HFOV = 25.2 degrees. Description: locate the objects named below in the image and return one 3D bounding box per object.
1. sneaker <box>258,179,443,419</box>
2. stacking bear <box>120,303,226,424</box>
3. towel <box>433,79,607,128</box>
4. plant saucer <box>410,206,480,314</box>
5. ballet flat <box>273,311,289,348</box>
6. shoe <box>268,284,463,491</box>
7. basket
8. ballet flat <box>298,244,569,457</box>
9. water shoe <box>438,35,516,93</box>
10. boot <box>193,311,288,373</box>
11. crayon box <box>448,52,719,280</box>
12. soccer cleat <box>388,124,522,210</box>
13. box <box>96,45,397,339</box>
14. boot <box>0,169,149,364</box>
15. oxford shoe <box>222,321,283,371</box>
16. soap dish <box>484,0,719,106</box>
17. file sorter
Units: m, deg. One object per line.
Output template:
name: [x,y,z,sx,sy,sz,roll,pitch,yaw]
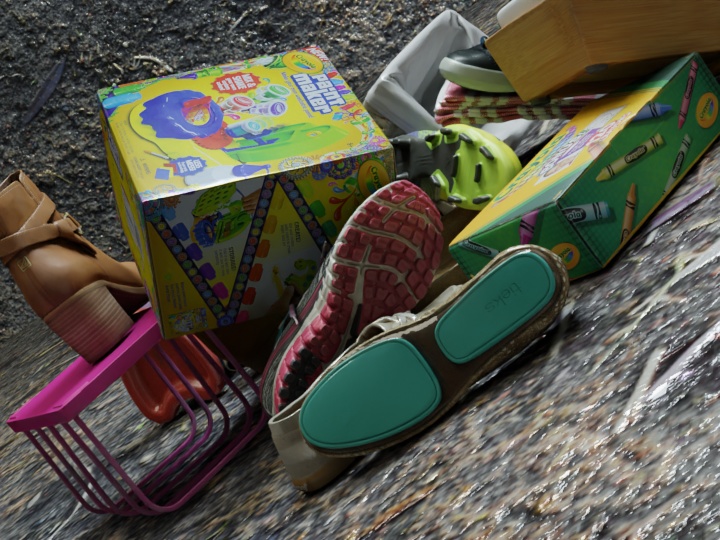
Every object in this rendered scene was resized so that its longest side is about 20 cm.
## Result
sneaker: [-0.014,0.022,1.164,0.201,0.080,0.075,-58,24,-7]
stacking bear: [-0.149,0.046,1.625,0.121,0.114,0.200,-29,8,39]
towel: [0.169,-0.151,1.360,0.198,0.030,0.146,2,21,11]
plant saucer: [0.066,-0.001,1.267,0.200,0.036,0.200,-36,10,7]
ballet flat: [0.000,0.000,1.380,0.201,0.072,0.072,-61,16,-13]
shoe: [0.014,0.066,1.090,0.200,0.054,0.070,-44,12,-32]
basket: [0.071,-0.130,1.492,0.124,0.135,0.200,-52,-1,35]
ballet flat: [0.052,0.057,1.019,0.199,0.071,0.065,-32,-17,14]
water shoe: [0.156,-0.196,1.327,0.199,0.080,0.071,-9,21,-18]
boot: [-0.084,-0.017,1.396,0.070,0.144,0.202,6,67,36]
crayon box: [0.165,-0.064,1.134,0.200,0.058,0.119,-45,12,-36]
soccer cleat: [0.086,-0.084,1.293,0.083,0.065,0.200,2,5,-25]
box: [-0.089,-0.067,1.258,0.191,0.123,0.200,-13,33,-13]
boot: [-0.248,-0.013,1.339,0.077,0.156,0.200,-36,10,15]
oxford shoe: [-0.046,0.033,1.482,0.199,0.070,0.075,-31,39,21]
soap dish: [0.215,-0.185,1.225,0.199,0.082,0.157,-8,-4,-18]
file sorter: [-0.180,0.120,1.320,0.139,0.126,0.200,-43,10,-23]
